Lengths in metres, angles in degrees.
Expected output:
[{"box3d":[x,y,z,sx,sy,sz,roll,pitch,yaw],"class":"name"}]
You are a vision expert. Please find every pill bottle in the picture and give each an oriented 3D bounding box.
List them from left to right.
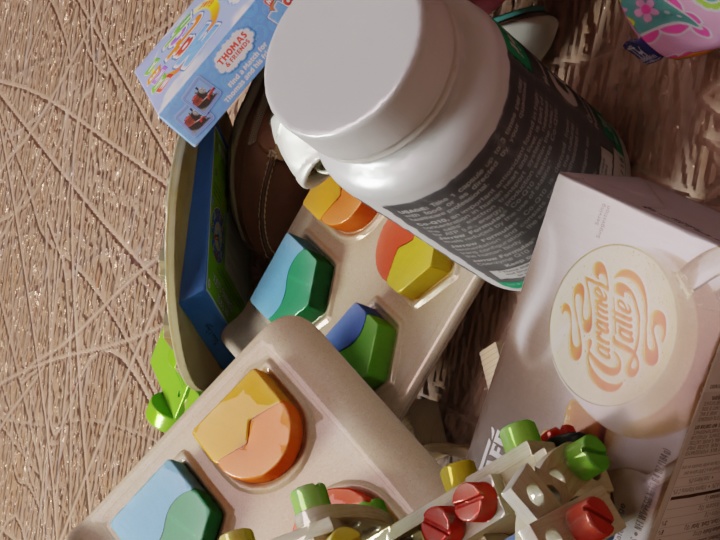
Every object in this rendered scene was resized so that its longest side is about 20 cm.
[{"box3d":[0.047,-0.072,0.854,0.113,0.200,0.114,-16,62,31],"class":"pill bottle"}]

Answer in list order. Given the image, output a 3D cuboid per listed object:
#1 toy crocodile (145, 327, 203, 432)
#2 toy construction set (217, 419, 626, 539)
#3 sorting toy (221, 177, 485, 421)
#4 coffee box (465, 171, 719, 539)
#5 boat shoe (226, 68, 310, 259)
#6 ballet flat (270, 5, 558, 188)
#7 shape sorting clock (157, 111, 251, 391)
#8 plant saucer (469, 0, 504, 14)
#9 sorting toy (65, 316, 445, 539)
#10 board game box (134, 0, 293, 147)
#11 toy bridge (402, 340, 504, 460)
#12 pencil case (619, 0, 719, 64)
[{"box3d":[-0.107,0.104,1.204,0.200,0.061,0.068,50,125,52],"class":"toy crocodile"},{"box3d":[0.042,0.118,0.748,0.199,0.131,0.093,-20,70,41],"class":"toy construction set"},{"box3d":[0.000,0.000,1.027,0.200,0.036,0.185,-56,40,8],"class":"sorting toy"},{"box3d":[0.130,0.066,0.815,0.114,0.080,0.201,30,109,38],"class":"coffee box"},{"box3d":[-0.036,-0.105,1.115,0.074,0.075,0.201,15,98,52],"class":"boat shoe"},{"box3d":[0.036,-0.096,0.991,0.199,0.069,0.070,-17,69,30],"class":"ballet flat"},{"box3d":[-0.107,-0.017,1.138,0.200,0.039,0.201,-2,-90,-83],"class":"shape sorting clock"},{"box3d":[0.068,-0.199,0.935,0.201,0.051,0.201,-44,20,21],"class":"plant saucer"},{"box3d":[-0.056,0.149,0.938,0.200,0.036,0.185,-44,62,2],"class":"sorting toy"},{"box3d":[-0.062,-0.179,1.061,0.200,0.037,0.151,-50,21,4],"class":"board game box"},{"box3d":[0.087,0.074,0.943,0.200,0.027,0.068,-39,55,45],"class":"toy bridge"},{"box3d":[0.199,-0.167,0.771,0.200,0.087,0.088,-22,66,51],"class":"pencil case"}]
